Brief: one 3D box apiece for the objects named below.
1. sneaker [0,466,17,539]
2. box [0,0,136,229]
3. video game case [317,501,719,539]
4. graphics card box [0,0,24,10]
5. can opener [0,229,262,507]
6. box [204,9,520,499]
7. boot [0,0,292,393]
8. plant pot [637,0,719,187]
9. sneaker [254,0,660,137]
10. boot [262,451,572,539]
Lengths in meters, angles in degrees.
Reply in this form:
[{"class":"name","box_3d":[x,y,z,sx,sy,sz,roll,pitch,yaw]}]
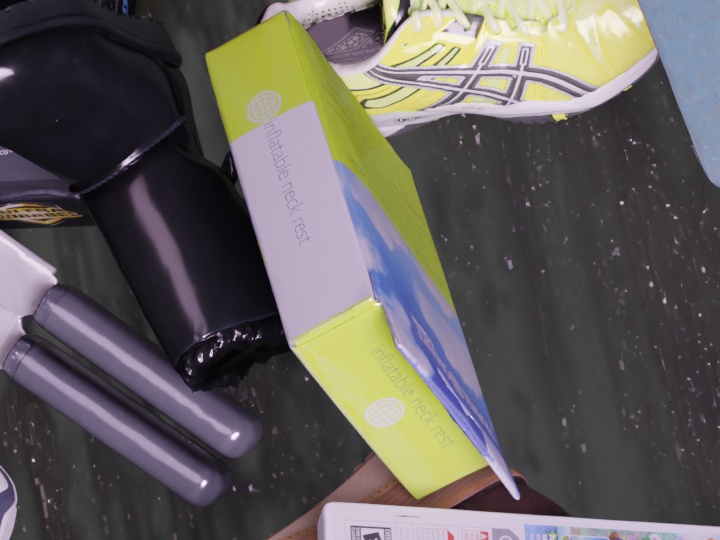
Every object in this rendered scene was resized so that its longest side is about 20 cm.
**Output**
[{"class":"sneaker","box_3d":[-0.223,0.160,1.281,0.079,0.130,0.199,21,82,24]},{"class":"box","box_3d":[-0.206,-0.098,1.397,0.200,0.046,0.159,-1,73,18]},{"class":"video game case","box_3d":[0.084,0.162,1.167,0.200,0.018,0.143,4,55,-10]},{"class":"graphics card box","box_3d":[-0.182,-0.196,1.369,0.125,0.051,0.200,-1,45,18]},{"class":"can opener","box_3d":[-0.130,0.032,1.329,0.200,0.066,0.053,34,100,16]},{"class":"box","box_3d":[0.000,0.000,1.225,0.048,0.122,0.200,-28,46,11]},{"class":"boot","box_3d":[-0.097,-0.028,1.251,0.073,0.198,0.163,-31,80,20]},{"class":"plant pot","box_3d":[0.221,-0.120,1.175,0.200,0.196,0.196,-25,80,25]},{"class":"sneaker","box_3d":[0.048,-0.104,1.298,0.200,0.076,0.076,-16,68,12]},{"class":"boot","box_3d":[0.027,0.165,1.199,0.166,0.072,0.200,33,61,22]}]
